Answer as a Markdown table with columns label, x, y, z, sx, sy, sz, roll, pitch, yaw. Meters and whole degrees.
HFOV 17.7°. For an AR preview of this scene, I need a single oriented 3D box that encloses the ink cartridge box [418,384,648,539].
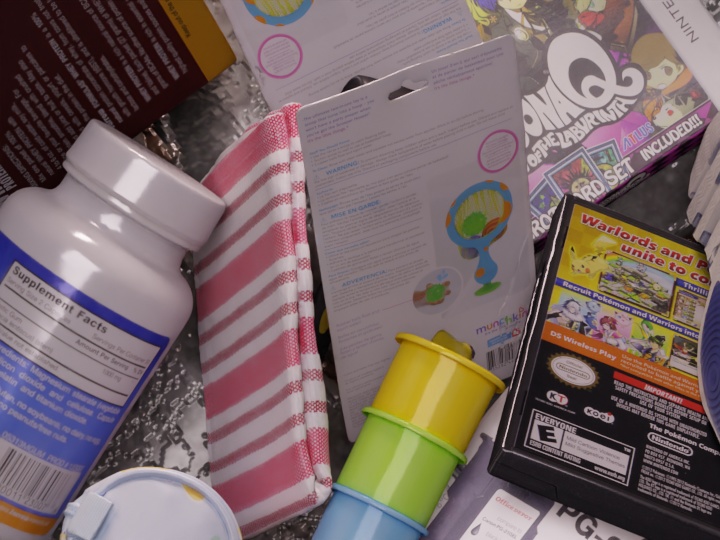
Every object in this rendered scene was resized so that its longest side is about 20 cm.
| label | x | y | z | sx | sy | sz | roll | pitch | yaw |
| --- | --- | --- | --- | --- | --- | --- | --- | --- | --- |
| ink cartridge box | 0.086 | 0.160 | 1.156 | 0.145 | 0.084 | 0.200 | 39 | 83 | 11 |

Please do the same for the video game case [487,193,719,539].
| label | x | y | z | sx | sy | sz | roll | pitch | yaw |
| --- | --- | --- | --- | --- | --- | --- | --- | --- | --- |
| video game case | 0.173 | 0.064 | 1.135 | 0.199 | 0.026 | 0.181 | 22 | 46 | -3 |

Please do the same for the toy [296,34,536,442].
| label | x | y | z | sx | sy | sz | roll | pitch | yaw |
| --- | --- | --- | --- | --- | --- | --- | --- | --- | --- |
| toy | 0.026 | -0.020 | 1.150 | 0.115 | 0.201 | 0.047 | -21 | 35 | -17 |

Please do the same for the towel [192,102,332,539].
| label | x | y | z | sx | sy | sz | roll | pitch | yaw |
| --- | --- | --- | --- | --- | --- | --- | --- | --- | --- |
| towel | -0.048 | 0.030 | 1.165 | 0.030 | 0.146 | 0.201 | -1 | 78 | -20 |

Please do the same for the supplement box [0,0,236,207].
| label | x | y | z | sx | sy | sz | roll | pitch | yaw |
| --- | --- | --- | --- | --- | --- | --- | --- | --- | --- |
| supplement box | -0.204 | -0.138 | 1.162 | 0.200 | 0.197 | 0.133 | -38 | 56 | -4 |

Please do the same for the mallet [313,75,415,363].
| label | x | y | z | sx | sy | sz | roll | pitch | yaw |
| --- | --- | --- | --- | --- | --- | --- | --- | --- | --- |
| mallet | 0.000 | 0.000 | 1.196 | 0.065 | 0.041 | 0.201 | 9 | 107 | -19 |

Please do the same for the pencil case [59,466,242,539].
| label | x | y | z | sx | sy | sz | roll | pitch | yaw |
| --- | --- | --- | --- | --- | --- | --- | --- | --- | --- |
| pencil case | -0.100 | 0.146 | 1.116 | 0.083 | 0.200 | 0.091 | -43 | 86 | -12 |

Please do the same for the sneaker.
| label | x | y | z | sx | sy | sz | roll | pitch | yaw |
| --- | --- | --- | --- | --- | --- | --- | --- | --- | --- |
| sneaker | 0.229 | 0.003 | 1.138 | 0.114 | 0.081 | 0.200 | 13 | 45 | -8 |

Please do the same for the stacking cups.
| label | x | y | z | sx | sy | sz | roll | pitch | yaw |
| --- | --- | --- | --- | --- | --- | --- | --- | --- | --- |
| stacking cups | 0.001 | 0.132 | 1.105 | 0.060 | 0.061 | 0.201 | 25 | 84 | 8 |

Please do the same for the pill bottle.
| label | x | y | z | sx | sy | sz | roll | pitch | yaw |
| --- | --- | --- | --- | --- | --- | --- | --- | --- | --- |
| pill bottle | -0.155 | 0.029 | 1.169 | 0.112 | 0.112 | 0.201 | 33 | 93 | 9 |

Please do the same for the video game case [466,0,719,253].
| label | x | y | z | sx | sy | sz | roll | pitch | yaw |
| --- | --- | --- | --- | --- | --- | --- | --- | --- | --- |
| video game case | 0.084 | -0.110 | 1.237 | 0.199 | 0.036 | 0.182 | -33 | 77 | -3 |

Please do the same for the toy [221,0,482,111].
| label | x | y | z | sx | sy | sz | roll | pitch | yaw |
| --- | --- | --- | --- | --- | --- | --- | --- | --- | --- |
| toy | -0.023 | -0.169 | 1.189 | 0.115 | 0.047 | 0.201 | -25 | 112 | -2 |
